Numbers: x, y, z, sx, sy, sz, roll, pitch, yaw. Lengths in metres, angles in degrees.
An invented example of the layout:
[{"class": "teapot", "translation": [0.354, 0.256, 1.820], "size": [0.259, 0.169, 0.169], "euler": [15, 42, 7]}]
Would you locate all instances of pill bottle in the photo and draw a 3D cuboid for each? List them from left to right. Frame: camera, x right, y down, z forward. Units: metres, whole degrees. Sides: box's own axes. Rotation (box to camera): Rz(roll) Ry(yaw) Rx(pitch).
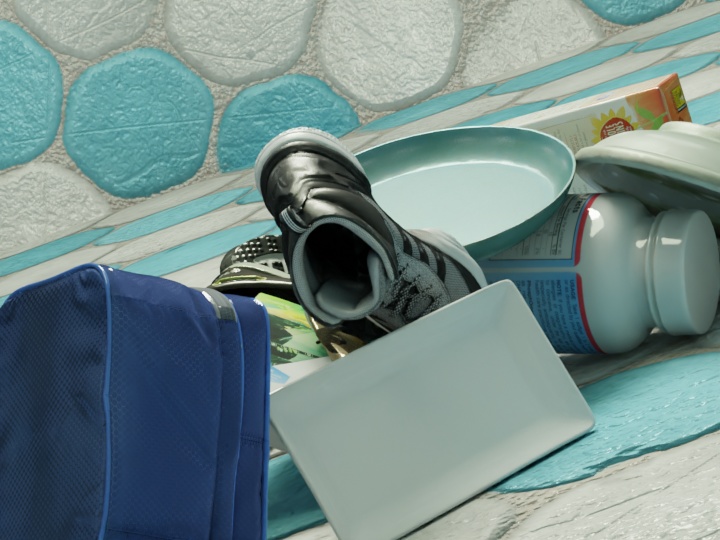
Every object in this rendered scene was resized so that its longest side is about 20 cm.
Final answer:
[{"class": "pill bottle", "translation": [0.135, 0.002, 1.630], "size": [0.199, 0.109, 0.109], "euler": [0, 16, 25]}]

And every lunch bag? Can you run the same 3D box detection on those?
[{"class": "lunch bag", "translation": [-0.122, 0.104, 1.348], "size": [0.132, 0.201, 0.136], "euler": [11, -15, -37]}]

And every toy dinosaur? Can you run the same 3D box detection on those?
[{"class": "toy dinosaur", "translation": [0.005, 0.069, 1.500], "size": [0.200, 0.058, 0.101], "euler": [33, 9, 33]}]

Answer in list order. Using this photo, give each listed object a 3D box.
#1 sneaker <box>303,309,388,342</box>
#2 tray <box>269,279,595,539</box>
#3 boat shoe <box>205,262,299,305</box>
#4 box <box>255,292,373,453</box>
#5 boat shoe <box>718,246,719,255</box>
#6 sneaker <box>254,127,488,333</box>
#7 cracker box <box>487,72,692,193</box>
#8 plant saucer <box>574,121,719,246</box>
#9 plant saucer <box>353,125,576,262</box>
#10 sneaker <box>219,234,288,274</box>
[{"class": "sneaker", "translation": [0.000, 0.000, 1.674], "size": [0.072, 0.072, 0.200], "euler": [-12, 17, 25]}, {"class": "tray", "translation": [0.040, 0.086, 1.415], "size": [0.200, 0.108, 0.022], "euler": [-25, -12, -34]}, {"class": "boat shoe", "translation": [-0.021, 0.044, 1.727], "size": [0.200, 0.072, 0.061], "euler": [11, 14, 16]}, {"class": "box", "translation": [-0.026, 0.074, 1.575], "size": [0.144, 0.036, 0.200], "euler": [19, 15, 6]}, {"class": "boat shoe", "translation": [0.225, -0.015, 1.756], "size": [0.067, 0.057, 0.200], "euler": [-17, 9, 14]}, {"class": "sneaker", "translation": [0.013, 0.009, 1.455], "size": [0.075, 0.200, 0.114], "euler": [-39, 25, 17]}, {"class": "cracker box", "translation": [0.173, -0.063, 1.908], "size": [0.199, 0.135, 0.058], "euler": [-14, 10, 27]}, {"class": "plant saucer", "translation": [0.242, -0.057, 1.618], "size": [0.199, 0.050, 0.200], "euler": [20, -6, 2]}, {"class": "plant saucer", "translation": [0.047, -0.043, 1.608], "size": [0.199, 0.028, 0.200], "euler": [-12, 24, 5]}, {"class": "sneaker", "translation": [-0.046, 0.031, 1.868], "size": [0.080, 0.074, 0.200], "euler": [-25, -30, 30]}]
